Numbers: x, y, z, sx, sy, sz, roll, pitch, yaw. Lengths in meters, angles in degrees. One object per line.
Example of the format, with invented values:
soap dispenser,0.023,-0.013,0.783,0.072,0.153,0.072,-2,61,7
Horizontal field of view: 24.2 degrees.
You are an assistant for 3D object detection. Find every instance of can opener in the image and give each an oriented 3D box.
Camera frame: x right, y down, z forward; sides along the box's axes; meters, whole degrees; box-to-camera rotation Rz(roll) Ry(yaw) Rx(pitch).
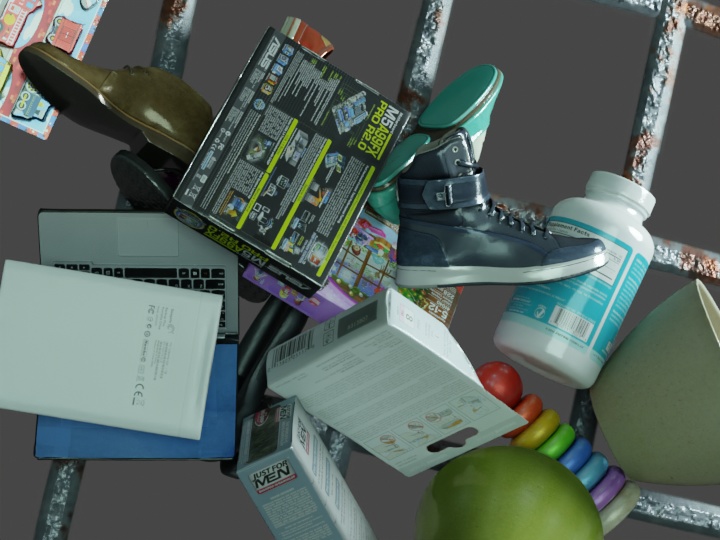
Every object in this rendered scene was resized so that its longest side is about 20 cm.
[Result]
can opener,-0.104,0.097,1.615,0.063,0.079,0.201,17,78,29

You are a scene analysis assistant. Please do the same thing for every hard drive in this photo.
hard drive,-0.233,0.072,1.521,0.198,0.027,0.133,9,86,-3

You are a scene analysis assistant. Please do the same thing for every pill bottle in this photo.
pill bottle,0.218,0.006,1.652,0.110,0.111,0.201,28,82,-9

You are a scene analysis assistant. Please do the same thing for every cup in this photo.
cup,0.309,0.130,1.640,0.142,0.200,0.201,-27,93,15

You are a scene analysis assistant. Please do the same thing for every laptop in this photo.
laptop,-0.205,0.058,1.541,0.185,0.116,0.202,0,115,-3

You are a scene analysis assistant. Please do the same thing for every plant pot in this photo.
plant pot,0.125,0.282,1.540,0.185,0.200,0.189,2,103,11

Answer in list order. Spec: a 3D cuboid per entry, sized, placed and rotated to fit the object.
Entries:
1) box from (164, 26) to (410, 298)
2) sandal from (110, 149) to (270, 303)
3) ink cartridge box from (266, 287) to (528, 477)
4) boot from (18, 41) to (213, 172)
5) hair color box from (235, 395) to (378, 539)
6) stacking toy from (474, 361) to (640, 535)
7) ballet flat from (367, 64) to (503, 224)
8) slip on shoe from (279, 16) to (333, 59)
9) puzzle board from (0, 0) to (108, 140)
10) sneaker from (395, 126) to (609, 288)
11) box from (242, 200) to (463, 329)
box,-0.065,-0.101,1.549,0.159,0.044,0.201,30,68,-9
sandal,-0.157,-0.049,1.605,0.200,0.075,0.048,42,61,-14
ink cartridge box,0.035,0.108,1.578,0.199,0.162,0.057,32,45,-35
boot,-0.229,-0.168,1.592,0.199,0.073,0.076,32,69,-21
hair color box,-0.042,0.228,1.558,0.060,0.099,0.201,-24,111,10
stacking toy,0.184,0.170,1.658,0.085,0.085,0.200,-40,89,-11
ballet flat,0.078,-0.118,1.653,0.200,0.067,0.071,-46,126,-24
slip on shoe,-0.078,-0.145,1.620,0.061,0.074,0.202,21,78,-6
puzzle board,-0.329,-0.246,1.602,0.150,0.017,0.201,24,82,-10
sneaker,0.130,-0.061,1.563,0.200,0.077,0.148,-2,96,2
box,0.000,0.000,1.610,0.199,0.039,0.137,31,48,-9
